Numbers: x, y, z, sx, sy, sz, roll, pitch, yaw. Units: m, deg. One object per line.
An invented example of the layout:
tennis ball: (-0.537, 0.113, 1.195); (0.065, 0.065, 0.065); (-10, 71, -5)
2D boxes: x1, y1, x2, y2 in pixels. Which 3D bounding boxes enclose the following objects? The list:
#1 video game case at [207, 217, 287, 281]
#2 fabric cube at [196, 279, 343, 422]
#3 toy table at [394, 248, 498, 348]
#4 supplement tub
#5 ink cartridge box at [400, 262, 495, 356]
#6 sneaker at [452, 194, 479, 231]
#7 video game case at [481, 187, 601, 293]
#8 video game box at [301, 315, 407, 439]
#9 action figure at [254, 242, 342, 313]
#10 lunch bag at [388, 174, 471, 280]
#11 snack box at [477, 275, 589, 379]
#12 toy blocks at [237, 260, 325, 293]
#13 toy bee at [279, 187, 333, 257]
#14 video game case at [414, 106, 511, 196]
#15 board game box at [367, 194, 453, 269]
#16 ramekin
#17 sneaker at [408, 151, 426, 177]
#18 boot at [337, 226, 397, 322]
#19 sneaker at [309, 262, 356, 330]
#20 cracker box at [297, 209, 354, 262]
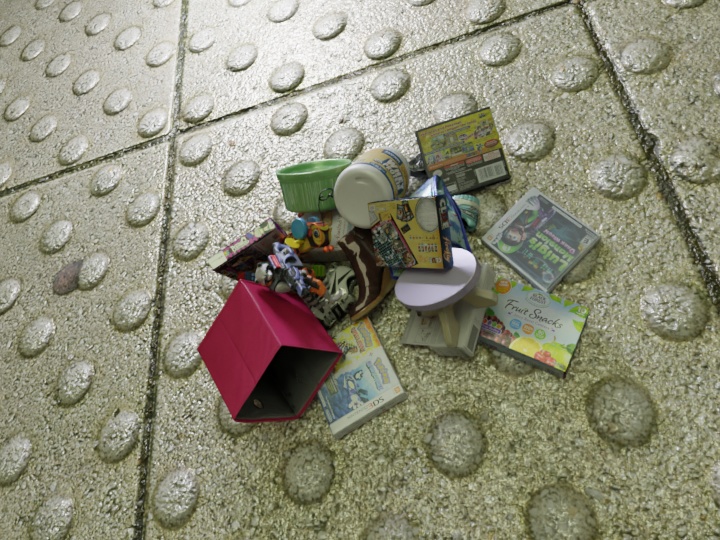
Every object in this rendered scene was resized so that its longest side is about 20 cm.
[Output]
video game case: (-0.262, -0.045, 1.326); (0.178, 0.200, 0.036); (-34, 80, 0)
fabric cube: (-0.195, 0.174, 1.151); (0.200, 0.194, 0.202); (46, 108, 35)
toy table: (0.177, 0.046, 1.096); (0.197, 0.117, 0.188); (-1, 57, 48)
supplement tub: (0.034, -0.201, 1.265); (0.140, 0.149, 0.201); (5, 29, 20)
ink cartridge box: (0.192, 0.084, 1.184); (0.173, 0.045, 0.205); (-6, 54, 47)
sneaker: (0.186, -0.127, 1.287); (0.193, 0.078, 0.089); (-4, 66, 17)
video game case: (0.402, -0.071, 1.214); (0.181, 0.023, 0.200); (-42, 59, -5)
video game box: (-0.016, 0.232, 1.189); (0.179, 0.047, 0.203); (-29, 59, 0)
action figure: (-0.136, 0.034, 1.147); (0.107, 0.189, 0.201); (-62, 28, 19)
lunch bag: (0.140, -0.091, 1.219); (0.168, 0.126, 0.205); (-35, 53, 31)
snack box: (0.352, 0.114, 1.118); (0.196, 0.053, 0.145); (21, 71, 28)
toy blocks: (-0.200, 0.008, 1.282); (0.195, 0.135, 0.104); (6, 95, 37)
toy bee: (-0.113, -0.075, 1.232); (0.128, 0.201, 0.111); (-21, 73, -29)
video game case: (0.250, -0.284, 1.325); (0.194, 0.026, 0.187); (-17, 83, 4)
board game box: (0.098, -0.076, 1.094); (0.197, 0.034, 0.140); (4, 105, 51)
ramekin: (-0.111, -0.215, 1.368); (0.193, 0.101, 0.201); (-7, 19, 2)
sneaker: (0.206, -0.312, 1.382); (0.103, 0.060, 0.202); (32, 81, 25)
boot: (0.000, 0.000, 1.252); (0.167, 0.072, 0.200); (45, 67, 1)
sneaker: (-0.060, 0.079, 1.264); (0.086, 0.074, 0.205); (13, 69, 26)
cracker box: (-0.070, -0.097, 1.367); (0.193, 0.058, 0.138); (-3, 62, 18)
